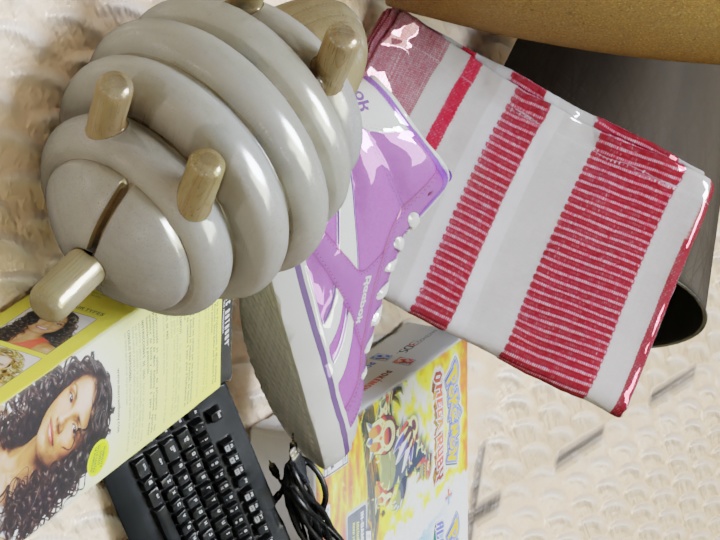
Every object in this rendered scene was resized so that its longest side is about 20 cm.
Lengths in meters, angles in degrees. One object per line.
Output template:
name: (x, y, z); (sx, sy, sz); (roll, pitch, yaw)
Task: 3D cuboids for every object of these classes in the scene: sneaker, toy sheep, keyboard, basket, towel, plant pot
sneaker: (0.000, 0.000, 1.319); (0.114, 0.073, 0.201); (-24, 129, -20)
toy sheep: (-0.068, -0.049, 1.142); (0.200, 0.138, 0.138); (-40, 140, -30)
keyboard: (-0.051, 0.132, 1.322); (0.104, 0.040, 0.200); (-38, 135, -20)
basket: (0.134, -0.076, 1.523); (0.136, 0.180, 0.200); (42, 59, -44)
towel: (0.071, -0.031, 1.391); (0.144, 0.200, 0.023); (-65, -174, -22)
plant pot: (0.139, -0.182, 1.361); (0.186, 0.200, 0.187); (22, 90, -86)

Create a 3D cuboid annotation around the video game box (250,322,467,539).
video game box: (0.003, 0.151, 1.489); (0.182, 0.047, 0.201); (-35, 128, -59)

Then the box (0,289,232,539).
box: (-0.123, 0.048, 1.170); (0.200, 0.050, 0.075); (-40, 139, -53)
